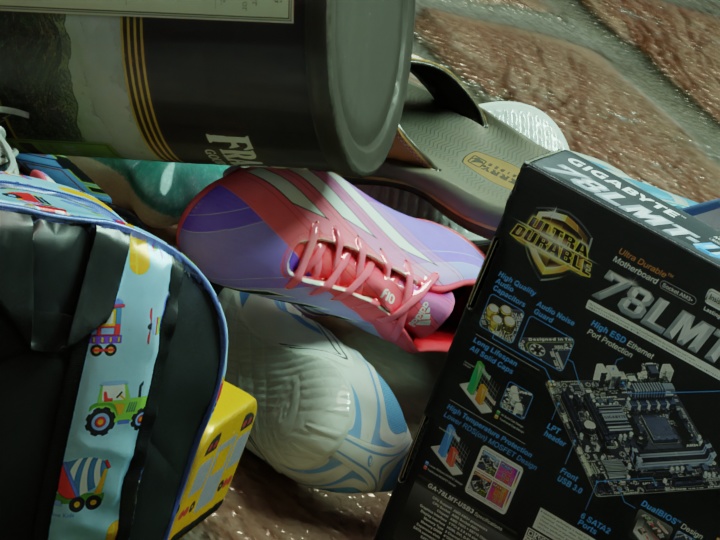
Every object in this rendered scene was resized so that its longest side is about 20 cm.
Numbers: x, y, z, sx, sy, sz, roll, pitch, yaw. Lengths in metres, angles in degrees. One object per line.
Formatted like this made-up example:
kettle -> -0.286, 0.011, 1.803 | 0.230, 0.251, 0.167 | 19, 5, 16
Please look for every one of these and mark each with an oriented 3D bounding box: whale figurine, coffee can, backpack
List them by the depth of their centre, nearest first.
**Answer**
backpack -> -0.148, 0.048, 0.925 | 0.181, 0.201, 0.135 | 9, 26, -26
coffee can -> -0.088, -0.120, 1.141 | 0.198, 0.148, 0.146 | 4, 17, 15
whale figurine -> -0.145, -0.097, 1.412 | 0.200, 0.104, 0.159 | 35, 24, 31

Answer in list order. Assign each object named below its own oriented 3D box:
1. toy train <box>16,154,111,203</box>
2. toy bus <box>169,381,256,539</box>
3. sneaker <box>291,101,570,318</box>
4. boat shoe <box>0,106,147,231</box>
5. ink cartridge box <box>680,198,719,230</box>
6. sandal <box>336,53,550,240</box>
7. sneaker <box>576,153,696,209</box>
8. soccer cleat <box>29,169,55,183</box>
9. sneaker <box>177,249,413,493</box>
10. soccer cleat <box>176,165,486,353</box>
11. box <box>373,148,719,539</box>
toy train -> -0.154, -0.001, 1.207 | 0.114, 0.087, 0.200 | 7, 24, -46
toy bus -> -0.150, 0.049, 1.092 | 0.199, 0.079, 0.065 | 27, 22, 13
sneaker -> 0.013, -0.029, 1.356 | 0.200, 0.073, 0.114 | -24, 1, -33
boat shoe -> -0.176, -0.037, 1.076 | 0.199, 0.062, 0.075 | 15, 19, -19
ink cartridge box -> 0.233, 0.027, 1.412 | 0.076, 0.138, 0.199 | -12, -3, 37
sandal -> 0.024, -0.073, 1.274 | 0.199, 0.055, 0.082 | 26, 49, 26
sneaker -> 0.164, -0.024, 1.549 | 0.199, 0.077, 0.081 | 26, 20, 6
soccer cleat -> -0.198, 0.020, 1.013 | 0.199, 0.073, 0.068 | -20, 43, -3
sneaker -> -0.043, 0.048, 1.229 | 0.072, 0.072, 0.200 | 38, 3, -40
soccer cleat -> 0.000, 0.000, 1.196 | 0.199, 0.067, 0.076 | 16, 21, -48
box -> 0.125, 0.080, 1.109 | 0.199, 0.200, 0.050 | 28, 21, 20
